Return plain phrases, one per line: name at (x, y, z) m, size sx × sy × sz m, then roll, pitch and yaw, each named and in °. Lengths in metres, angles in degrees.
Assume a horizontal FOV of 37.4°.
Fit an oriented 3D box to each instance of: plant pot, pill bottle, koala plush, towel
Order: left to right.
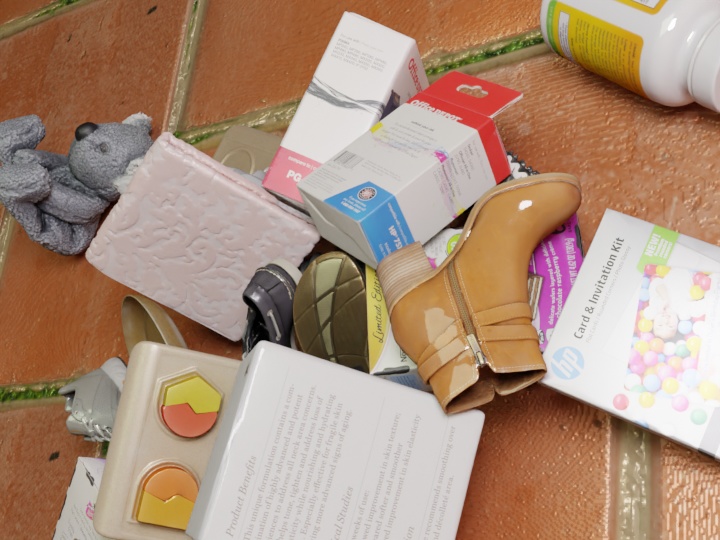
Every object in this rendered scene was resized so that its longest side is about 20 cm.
koala plush at (-0.356, -0.129, 1.407) m, size 0.199 × 0.184 × 0.178 m, roll -27°, pitch 39°, yaw 0°
plant pot at (-0.209, 0.117, 1.158) m, size 0.027 × 0.201 × 0.200 m, roll -22°, pitch 42°, yaw -25°
towel at (-0.161, -0.029, 1.086) m, size 0.200 × 0.190 × 0.032 m, roll -48°, pitch 21°, yaw 39°
pill bottle at (0.267, -0.215, 0.960) m, size 0.111 × 0.111 × 0.200 m, roll -54°, pitch 47°, yaw 4°

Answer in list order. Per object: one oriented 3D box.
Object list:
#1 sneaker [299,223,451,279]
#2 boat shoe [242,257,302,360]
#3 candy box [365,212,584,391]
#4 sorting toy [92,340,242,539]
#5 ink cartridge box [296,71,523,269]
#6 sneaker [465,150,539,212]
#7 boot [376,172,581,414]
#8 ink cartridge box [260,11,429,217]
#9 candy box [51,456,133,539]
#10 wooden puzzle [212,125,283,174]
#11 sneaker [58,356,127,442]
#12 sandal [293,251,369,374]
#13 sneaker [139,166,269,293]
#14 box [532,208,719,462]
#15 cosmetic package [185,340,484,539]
sneaker at (0.000, 0.000, 1.069) m, size 0.099 × 0.071 × 0.200 m, roll 42°, pitch 102°, yaw 0°
boat shoe at (-0.102, 0.075, 1.074) m, size 0.072 × 0.201 × 0.063 m, roll 33°, pitch 46°, yaw 21°
candy box at (0.107, 0.030, 0.960) m, size 0.199 × 0.061 × 0.137 m, roll -10°, pitch 61°, yaw 12°
sorting toy at (-0.138, 0.177, 1.015) m, size 0.036 × 0.199 × 0.187 m, roll 169°, pitch 114°, yaw -76°
ink cartridge box at (0.055, -0.096, 0.985) m, size 0.200 × 0.067 × 0.116 m, roll -38°, pitch 37°, yaw -15°
sneaker at (0.120, -0.082, 1.046) m, size 0.091 × 0.066 × 0.200 m, roll -53°, pitch 42°, yaw 10°
boot at (0.121, 0.019, 0.876) m, size 0.199 × 0.074 × 0.155 m, roll -31°, pitch 52°, yaw 7°
ink cartridge box at (-0.010, -0.143, 1.112) m, size 0.084 × 0.145 × 0.201 m, roll 24°, pitch 84°, yaw 14°
candy box at (-0.265, 0.322, 1.099) m, size 0.168 × 0.071 × 0.201 m, roll 36°, pitch 109°, yaw 52°
wooden puzzle at (-0.132, -0.067, 1.255) m, size 0.185 × 0.046 × 0.201 m, roll 22°, pitch 79°, yaw 42°
sneaker at (-0.279, 0.175, 1.203) m, size 0.092 × 0.076 × 0.200 m, roll -23°, pitch 30°, yaw -24°
sandal at (-0.010, 0.078, 1.028) m, size 0.080 × 0.054 × 0.201 m, roll -13°, pitch 104°, yaw 18°
sneaker at (-0.167, -0.043, 1.188) m, size 0.199 × 0.075 × 0.116 m, roll -21°, pitch 52°, yaw 21°
box at (0.259, 0.056, 0.841) m, size 0.199 × 0.041 × 0.157 m, roll 23°, pitch 83°, yaw 24°
cosmetic package at (-0.026, 0.176, 0.905) m, size 0.166 × 0.199 × 0.168 m, roll 138°, pitch 150°, yaw -74°
